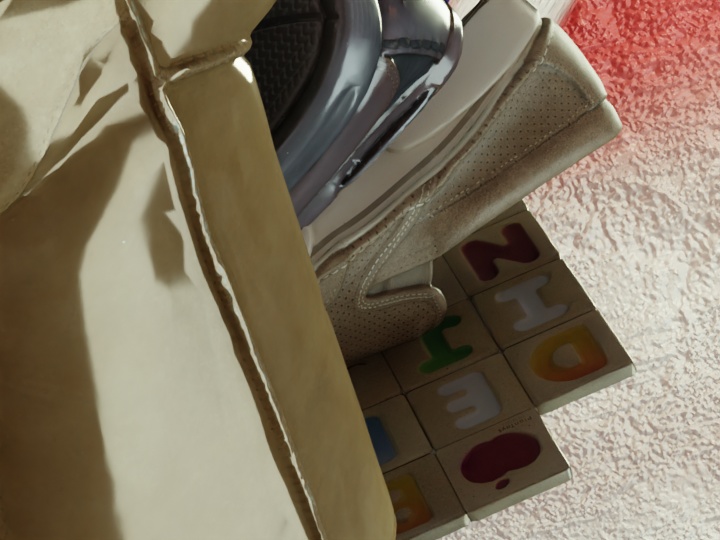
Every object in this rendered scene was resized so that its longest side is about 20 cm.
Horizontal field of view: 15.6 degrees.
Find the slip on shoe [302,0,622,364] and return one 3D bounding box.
[{"bbox_3d":[0.000,0.000,0.817,0.200,0.061,0.076,-48,-175,-15],"label":"slip on shoe"}]

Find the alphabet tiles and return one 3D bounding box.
[{"bbox_3d":[-0.010,0.030,0.840,0.200,0.166,0.006,-119,-173,-56],"label":"alphabet tiles"}]

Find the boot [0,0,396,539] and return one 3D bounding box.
[{"bbox_3d":[-0.024,-0.017,0.542,0.175,0.066,0.200,-35,129,-25],"label":"boot"}]

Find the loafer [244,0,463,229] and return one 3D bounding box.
[{"bbox_3d":[-0.051,-0.002,0.642,0.200,0.072,0.063,-43,151,29],"label":"loafer"}]
